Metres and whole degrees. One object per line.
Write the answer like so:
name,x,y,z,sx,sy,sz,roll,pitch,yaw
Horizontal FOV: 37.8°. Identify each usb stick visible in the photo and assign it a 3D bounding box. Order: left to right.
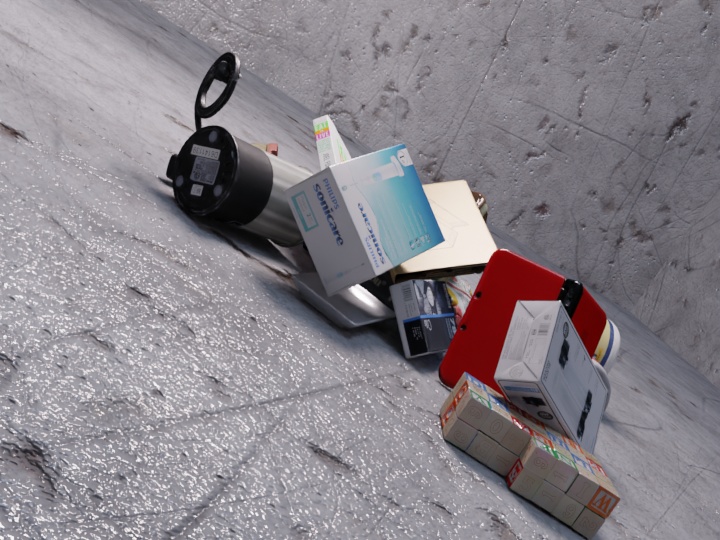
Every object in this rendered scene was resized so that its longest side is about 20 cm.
usb stick,0.000,0.000,1.556,0.199,0.056,0.033,38,-25,12

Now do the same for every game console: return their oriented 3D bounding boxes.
game console,0.223,0.104,1.421,0.117,0.203,0.172,17,-15,40

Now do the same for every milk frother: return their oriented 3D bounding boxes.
milk frother,-0.146,-0.160,1.419,0.180,0.202,0.187,36,10,36

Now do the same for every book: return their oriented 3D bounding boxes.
book,-0.029,-0.114,1.533,0.202,0.047,0.135,-101,170,-46

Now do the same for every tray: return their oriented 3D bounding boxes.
tray,-0.021,0.042,1.391,0.107,0.022,0.200,37,11,14

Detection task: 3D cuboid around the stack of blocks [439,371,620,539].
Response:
stack of blocks,0.189,0.209,1.201,0.198,0.059,0.115,33,11,-7

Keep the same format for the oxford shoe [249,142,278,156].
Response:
oxford shoe,-0.182,-0.171,1.764,0.073,0.072,0.200,6,15,-1

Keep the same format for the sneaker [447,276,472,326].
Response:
sneaker,0.132,0.036,1.709,0.081,0.079,0.201,10,31,-31

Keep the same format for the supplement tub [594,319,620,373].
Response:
supplement tub,0.336,0.109,1.837,0.198,0.146,0.145,31,11,-15

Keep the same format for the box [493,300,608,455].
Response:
box,0.239,0.142,1.297,0.059,0.118,0.201,-1,-37,34

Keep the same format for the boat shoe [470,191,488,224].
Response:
boat shoe,0.125,-0.037,1.612,0.074,0.201,0.076,32,-31,44

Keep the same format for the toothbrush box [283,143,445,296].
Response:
toothbrush box,0.010,-0.070,1.369,0.199,0.084,0.149,-27,94,-57

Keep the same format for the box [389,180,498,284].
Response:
box,0.104,-0.059,1.546,0.160,0.022,0.202,-7,41,-9

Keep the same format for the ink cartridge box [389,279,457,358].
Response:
ink cartridge box,0.098,0.065,1.466,0.199,0.039,0.101,1,74,-71

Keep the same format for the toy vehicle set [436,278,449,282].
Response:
toy vehicle set,0.083,-0.015,1.654,0.123,0.027,0.200,25,34,14

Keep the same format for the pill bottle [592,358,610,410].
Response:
pill bottle,0.284,0.147,1.587,0.118,0.121,0.200,29,12,-21
